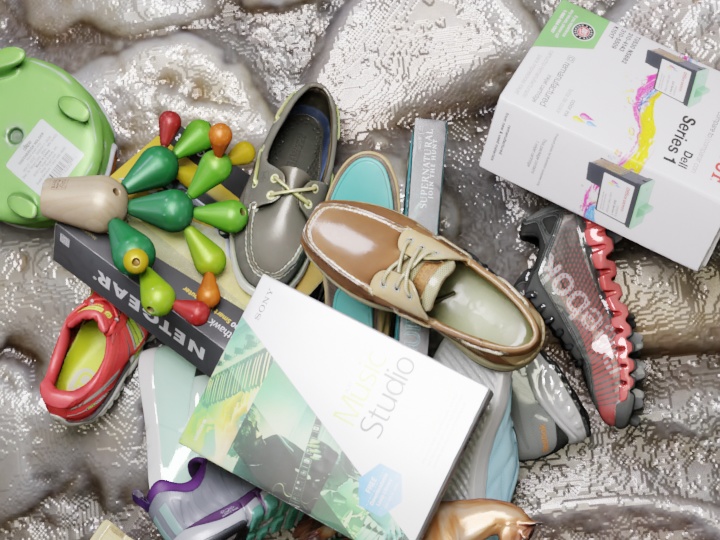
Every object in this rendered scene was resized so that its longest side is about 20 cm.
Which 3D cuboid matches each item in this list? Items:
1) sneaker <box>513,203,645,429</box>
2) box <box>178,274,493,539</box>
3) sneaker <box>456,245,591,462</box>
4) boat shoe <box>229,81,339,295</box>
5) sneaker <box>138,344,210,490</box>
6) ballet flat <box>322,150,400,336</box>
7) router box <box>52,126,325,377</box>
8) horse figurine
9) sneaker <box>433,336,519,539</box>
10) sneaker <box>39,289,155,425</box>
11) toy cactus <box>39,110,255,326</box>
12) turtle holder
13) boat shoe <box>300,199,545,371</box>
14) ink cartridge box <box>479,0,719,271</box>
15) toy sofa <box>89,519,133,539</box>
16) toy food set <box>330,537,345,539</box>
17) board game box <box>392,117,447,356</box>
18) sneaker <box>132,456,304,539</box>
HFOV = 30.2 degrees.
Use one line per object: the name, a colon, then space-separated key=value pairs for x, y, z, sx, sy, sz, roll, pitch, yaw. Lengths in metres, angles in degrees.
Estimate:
sneaker: x=0.179 y=0.035 z=1.102 sx=0.097 sy=0.071 sz=0.203 roll=-12 pitch=80 yaw=6
box: x=-0.019 y=0.110 z=0.996 sx=0.198 sy=0.036 sz=0.146 roll=25 pitch=84 yaw=17
sneaker: x=0.112 y=0.066 z=1.107 sx=0.079 sy=0.074 sz=0.202 roll=-32 pitch=80 yaw=8
boat shoe: x=-0.061 y=-0.070 z=1.106 sx=0.071 sy=0.060 sz=0.203 roll=17 pitch=54 yaw=-7
sneaker: x=-0.115 y=0.152 z=1.122 sx=0.117 sy=0.074 sz=0.203 roll=-14 pitch=79 yaw=12
ballet flat: x=0.000 y=0.000 z=1.102 sx=0.068 sy=0.063 sz=0.203 roll=10 pitch=101 yaw=14
router box: x=-0.132 y=-0.014 z=1.119 sx=0.199 sy=0.052 sz=0.157 roll=35 pitch=53 yaw=10
horse figurine: x=0.025 y=0.208 z=1.017 sx=0.199 sy=0.050 sz=0.134 roll=20 pitch=77 yaw=37
sneaker: x=0.094 y=0.132 z=1.067 sx=0.073 sy=0.082 sz=0.203 roll=15 pitch=97 yaw=35
sneaker: x=-0.210 y=0.039 z=1.141 sx=0.076 sy=0.085 sz=0.202 roll=21 pitch=77 yaw=10
toy cactus: x=-0.171 y=-0.051 z=1.052 sx=0.163 sy=0.103 sz=0.202 roll=6 pitch=62 yaw=0
turtle holder: x=-0.297 y=-0.109 z=1.152 sx=0.183 sy=0.132 sz=0.143 roll=8 pitch=85 yaw=9
boat shoe: x=0.051 y=0.005 z=0.984 sx=0.198 sy=0.074 sz=0.076 roll=27 pitch=83 yaw=2
ink cartridge box: x=0.217 y=-0.111 z=1.076 sx=0.198 sy=0.084 sz=0.145 roll=27 pitch=52 yaw=10
toy sofa: x=-0.142 y=0.288 z=1.061 sx=0.199 sy=0.098 sz=0.083 roll=22 pitch=68 yaw=33
toy food set: x=-0.009 y=0.320 z=1.068 sx=0.196 sy=0.048 sz=0.203 roll=1 pitch=83 yaw=39
board game box: x=0.046 y=-0.010 z=1.091 sx=0.028 sy=0.135 sz=0.203 roll=5 pitch=83 yaw=0
sneaker: x=-0.086 y=0.168 z=1.078 sx=0.088 sy=0.199 sz=0.075 roll=44 pitch=129 yaw=25
